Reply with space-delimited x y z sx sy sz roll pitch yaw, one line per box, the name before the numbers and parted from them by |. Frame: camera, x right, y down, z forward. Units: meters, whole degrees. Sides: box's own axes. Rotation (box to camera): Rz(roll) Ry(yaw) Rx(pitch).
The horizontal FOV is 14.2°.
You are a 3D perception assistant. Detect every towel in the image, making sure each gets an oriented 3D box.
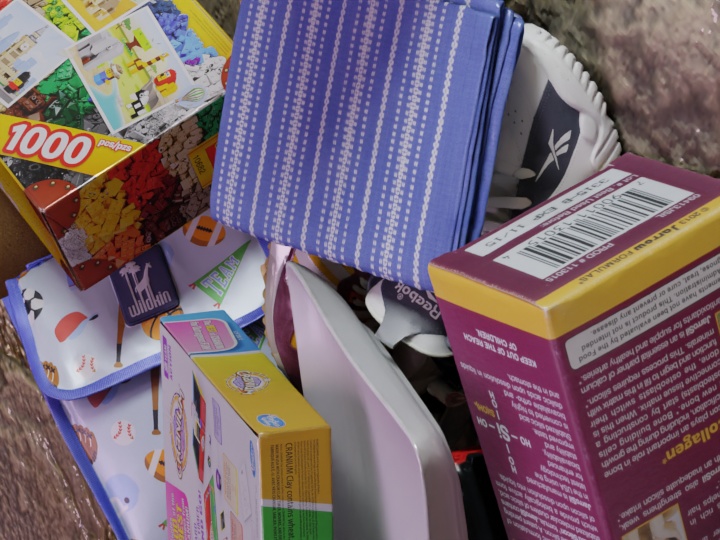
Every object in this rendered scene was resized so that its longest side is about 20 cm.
towel | 0.000 -0.076 1.449 0.199 0.024 0.146 18 100 48

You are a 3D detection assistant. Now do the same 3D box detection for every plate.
plate | 0.017 0.119 1.466 0.200 0.032 0.201 -125 24 -56

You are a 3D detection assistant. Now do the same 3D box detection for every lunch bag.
lunch bag | -0.102 0.061 1.741 0.124 0.169 0.201 -73 -41 -86

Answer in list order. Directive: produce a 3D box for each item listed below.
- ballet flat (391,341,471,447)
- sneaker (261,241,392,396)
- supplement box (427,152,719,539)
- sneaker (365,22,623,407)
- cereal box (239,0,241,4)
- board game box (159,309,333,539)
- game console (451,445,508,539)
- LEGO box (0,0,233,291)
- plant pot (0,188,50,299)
ballet flat | 0.034 0.052 1.630 0.068 0.062 0.200 52 153 19
sneaker | 0.000 0.000 1.525 0.090 0.075 0.201 32 135 46
supplement box | 0.133 0.065 1.389 0.103 0.130 0.201 21 133 55
sneaker | 0.059 -0.016 1.440 0.079 0.129 0.200 38 146 37
cereal box | 0.001 -0.141 1.525 0.200 0.039 0.145 30 142 47
board game box | -0.064 0.124 1.589 0.200 0.040 0.154 -137 43 -64
game console | 0.083 0.188 1.495 0.177 0.031 0.201 4 -111 -79
LEGO box | -0.156 -0.106 1.681 0.200 0.149 0.077 48 167 39
plant pot | -0.214 -0.061 1.814 0.186 0.199 0.187 41 146 35
